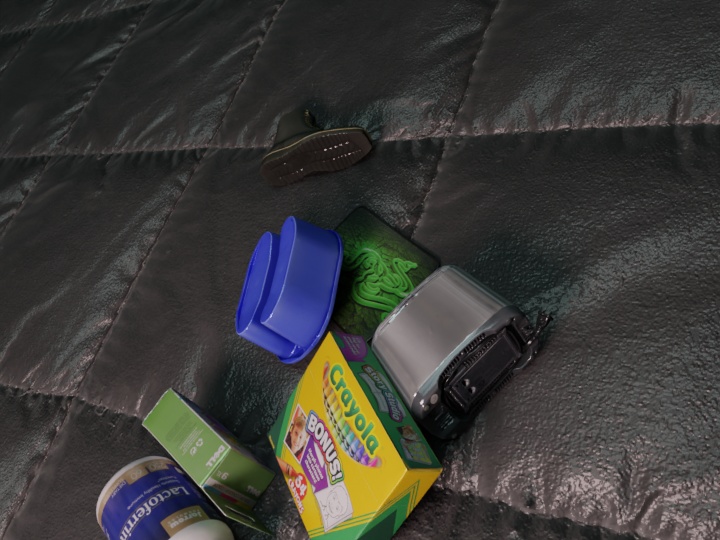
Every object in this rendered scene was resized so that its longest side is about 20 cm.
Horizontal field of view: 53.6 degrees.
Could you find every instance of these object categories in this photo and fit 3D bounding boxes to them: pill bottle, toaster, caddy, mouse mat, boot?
[{"bbox_3d":[-0.219,0.320,0.840,0.200,0.116,0.116,31,76,40],"label":"pill bottle"},{"bbox_3d":[0.108,0.082,0.823,0.200,0.114,0.129,-45,45,-2],"label":"toaster"},{"bbox_3d":[-0.088,0.026,0.980,0.141,0.105,0.201,-24,48,48],"label":"caddy"},{"bbox_3d":[0.000,0.000,1.017,0.161,0.008,0.200,-45,48,-6],"label":"mouse mat"},{"bbox_3d":[-0.072,-0.232,1.184,0.199,0.078,0.139,-11,48,22],"label":"boot"}]

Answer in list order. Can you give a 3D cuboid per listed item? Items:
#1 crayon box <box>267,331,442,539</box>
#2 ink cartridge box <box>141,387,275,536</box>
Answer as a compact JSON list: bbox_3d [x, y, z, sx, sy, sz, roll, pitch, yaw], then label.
[{"bbox_3d":[-0.016,0.199,0.793,0.173,0.058,0.200,-60,41,25],"label":"crayon box"},{"bbox_3d":[-0.174,0.234,0.883,0.199,0.104,0.059,29,76,41],"label":"ink cartridge box"}]
